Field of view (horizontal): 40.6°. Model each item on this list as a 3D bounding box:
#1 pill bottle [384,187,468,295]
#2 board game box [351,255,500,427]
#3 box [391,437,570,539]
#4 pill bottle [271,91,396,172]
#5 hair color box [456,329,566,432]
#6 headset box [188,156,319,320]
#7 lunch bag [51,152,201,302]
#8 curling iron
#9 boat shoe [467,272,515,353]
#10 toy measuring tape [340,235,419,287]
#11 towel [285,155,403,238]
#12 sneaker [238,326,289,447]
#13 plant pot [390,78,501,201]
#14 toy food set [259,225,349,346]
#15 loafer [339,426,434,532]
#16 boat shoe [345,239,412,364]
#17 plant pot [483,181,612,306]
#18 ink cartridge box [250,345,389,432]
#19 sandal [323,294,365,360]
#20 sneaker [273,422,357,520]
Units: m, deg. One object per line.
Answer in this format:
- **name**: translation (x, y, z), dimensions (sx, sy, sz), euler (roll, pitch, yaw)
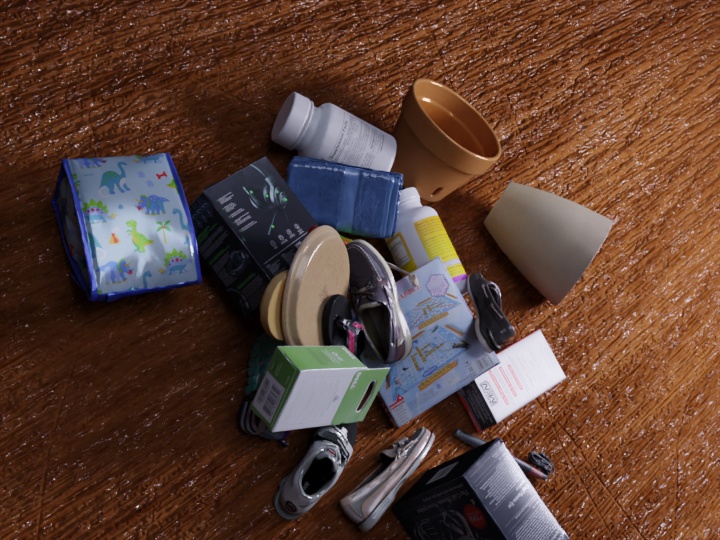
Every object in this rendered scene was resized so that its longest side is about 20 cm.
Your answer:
- **pill bottle**: translation (0.105, -0.036, 1.676), dimensions (0.103, 0.104, 0.203), euler (-17, 78, -37)
- **board game box**: translation (0.093, 0.114, 1.575), dimensions (0.198, 0.041, 0.202), euler (-29, 84, -7)
- **box**: translation (0.176, 0.378, 1.458), dimensions (0.104, 0.200, 0.183), euler (-34, 87, -40)
- **pill bottle**: translation (-0.047, -0.218, 1.660), dimensions (0.197, 0.114, 0.116), euler (25, 56, -20)
- **hair color box**: translation (0.259, 0.189, 1.692), dimensions (0.198, 0.061, 0.103), euler (-22, 80, -39)
- **headset box**: translation (-0.164, -0.059, 1.499), dimensions (0.201, 0.092, 0.174), euler (51, 38, -2)
- **lunch bag**: translation (-0.331, -0.054, 1.387), dimensions (0.167, 0.128, 0.203), euler (-10, 61, -31)
- **curling iron**: translation (0.243, 0.308, 1.649), dimensions (0.197, 0.026, 0.050), euler (21, 36, -17)
- **boat shoe**: translation (0.214, 0.060, 1.574), dimensions (0.067, 0.056, 0.201), euler (54, 18, -25)
- **toy measuring tape**: translation (0.000, 0.000, 1.575), dimensions (0.198, 0.075, 0.073), euler (27, 45, 30)
- **towel**: translation (-0.031, -0.120, 1.613), dimensions (0.195, 0.049, 0.114), euler (8, 101, -9)
- **sneaker**: translation (-0.123, 0.161, 1.470), dimensions (0.087, 0.074, 0.204), euler (35, 58, -36)
- **plant pot**: translation (0.133, -0.221, 1.737), dimensions (0.198, 0.140, 0.202), euler (29, 33, -21)
- **toy food set**: translation (-0.074, 0.034, 1.439), dimensions (0.048, 0.199, 0.203), euler (12, 64, 23)
- **loafer**: translation (0.043, 0.306, 1.495), dimensions (0.063, 0.072, 0.200), euler (41, 55, 1)
- **boat shoe**: translation (0.020, 0.050, 1.514), dimensions (0.065, 0.071, 0.204), euler (-20, 89, -63)
- **plant pot**: translation (0.334, -0.071, 1.810), dimensions (0.198, 0.188, 0.188), euler (35, 52, 5)
- **ink cartridge box**: translation (-0.056, 0.168, 1.412), dimensions (0.198, 0.105, 0.059), euler (4, 28, -49)
- **sandal**: translation (-0.012, 0.120, 1.489), dimensions (0.075, 0.044, 0.203), euler (-51, 138, -45)
- **sneaker**: translation (-0.047, 0.276, 1.439), dimensions (0.074, 0.088, 0.201), euler (39, 51, -8)
